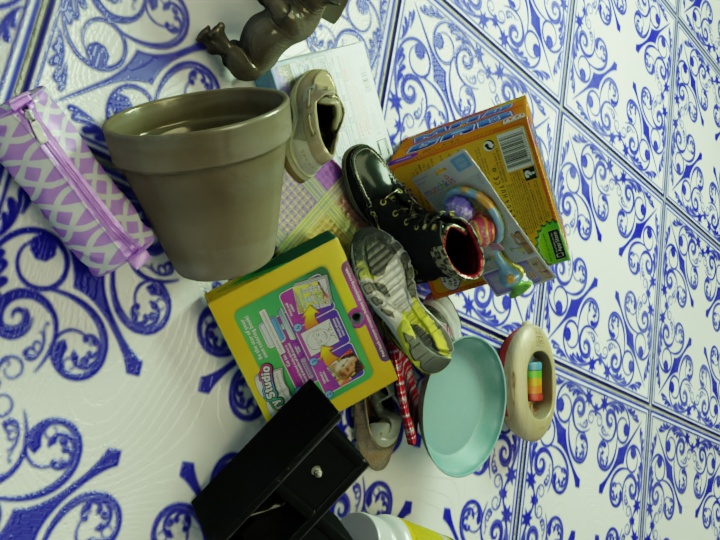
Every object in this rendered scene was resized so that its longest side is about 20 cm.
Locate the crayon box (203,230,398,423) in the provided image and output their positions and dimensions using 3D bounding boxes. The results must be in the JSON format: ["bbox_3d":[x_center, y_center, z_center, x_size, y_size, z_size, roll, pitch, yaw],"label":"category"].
[{"bbox_3d":[-0.070,0.082,0.948,0.170,0.058,0.203,-26,108,-9],"label":"crayon box"}]

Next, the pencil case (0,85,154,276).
[{"bbox_3d":[-0.290,-0.088,0.776,0.084,0.085,0.201,-51,122,-33],"label":"pencil case"}]

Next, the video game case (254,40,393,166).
[{"bbox_3d":[-0.042,-0.195,1.063,0.180,0.045,0.203,-27,105,-42],"label":"video game case"}]

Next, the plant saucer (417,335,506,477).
[{"bbox_3d":[0.142,0.194,1.126,0.198,0.036,0.204,-3,94,-46],"label":"plant saucer"}]

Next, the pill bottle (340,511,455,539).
[{"bbox_3d":[0.054,0.401,1.060,0.199,0.113,0.116,34,63,-38],"label":"pill bottle"}]

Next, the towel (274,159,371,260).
[{"bbox_3d":[-0.072,-0.080,0.990,0.200,0.023,0.144,47,73,-21],"label":"towel"}]

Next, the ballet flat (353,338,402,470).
[{"bbox_3d":[0.024,0.186,1.082,0.067,0.067,0.204,-18,99,-40],"label":"ballet flat"}]

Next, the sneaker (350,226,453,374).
[{"bbox_3d":[0.039,0.042,0.980,0.074,0.085,0.202,-29,94,-16],"label":"sneaker"}]

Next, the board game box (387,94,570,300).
[{"bbox_3d":[0.173,-0.110,1.119,0.200,0.197,0.203,-63,134,-67],"label":"board game box"}]

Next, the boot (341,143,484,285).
[{"bbox_3d":[0.066,-0.072,0.962,0.073,0.153,0.206,-35,106,-23],"label":"boot"}]

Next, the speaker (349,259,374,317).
[{"bbox_3d":[0.000,0.000,1.066,0.081,0.080,0.203,39,60,-35],"label":"speaker"}]

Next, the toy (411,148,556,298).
[{"bbox_3d":[0.146,-0.045,0.987,0.201,0.115,0.047,50,57,-12],"label":"toy"}]

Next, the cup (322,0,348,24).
[{"bbox_3d":[-0.065,-0.438,0.983,0.141,0.200,0.204,17,72,-15],"label":"cup"}]

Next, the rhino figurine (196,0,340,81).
[{"bbox_3d":[-0.097,-0.305,0.928,0.087,0.199,0.060,45,18,-31],"label":"rhino figurine"}]

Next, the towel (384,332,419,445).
[{"bbox_3d":[0.059,0.127,1.097,0.145,0.022,0.204,-43,122,-80],"label":"towel"}]

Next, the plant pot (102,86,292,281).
[{"bbox_3d":[-0.162,-0.092,0.851,0.199,0.198,0.176,-33,125,-42],"label":"plant pot"}]

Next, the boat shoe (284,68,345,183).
[{"bbox_3d":[-0.047,-0.188,0.946,0.072,0.064,0.202,48,32,-31],"label":"boat shoe"}]

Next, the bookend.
[{"bbox_3d":[-0.057,0.277,0.919,0.199,0.092,0.201,-44,121,-7],"label":"bookend"}]

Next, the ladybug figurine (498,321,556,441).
[{"bbox_3d":[0.281,0.190,1.339,0.134,0.071,0.204,9,81,-44],"label":"ladybug figurine"}]

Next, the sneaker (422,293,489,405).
[{"bbox_3d":[0.125,0.141,1.197,0.086,0.080,0.202,-35,103,-29],"label":"sneaker"}]
